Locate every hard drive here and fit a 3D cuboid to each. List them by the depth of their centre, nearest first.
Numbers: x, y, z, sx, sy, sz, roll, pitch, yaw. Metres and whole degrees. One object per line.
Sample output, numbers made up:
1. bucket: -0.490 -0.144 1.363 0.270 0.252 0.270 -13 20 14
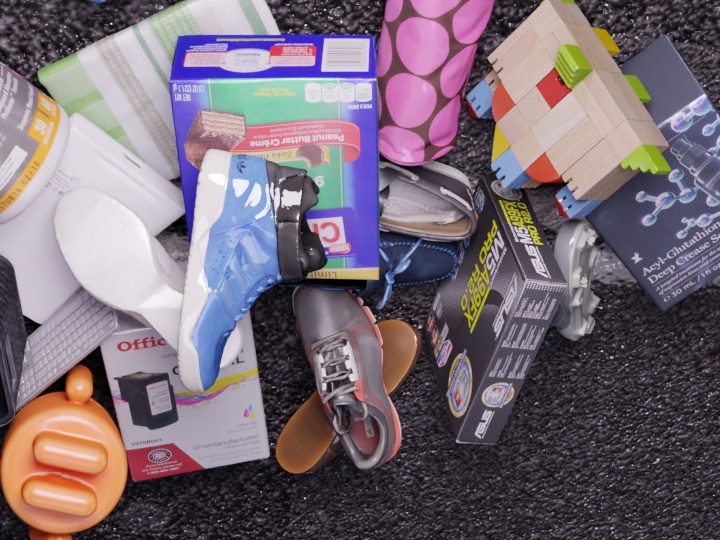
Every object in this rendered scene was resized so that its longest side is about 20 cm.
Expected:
1. hard drive: -0.267 -0.040 1.168 0.199 0.027 0.132 -35 128 25

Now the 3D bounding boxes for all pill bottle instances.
1. pill bottle: -0.336 -0.132 1.035 0.116 0.117 0.199 -39 127 19

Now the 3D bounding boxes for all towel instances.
1. towel: -0.152 -0.155 1.124 0.198 0.031 0.150 -22 128 8

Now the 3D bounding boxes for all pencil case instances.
1. pencil case: 0.064 -0.190 1.110 0.093 0.091 0.202 -26 144 -40

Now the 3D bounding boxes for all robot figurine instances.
1. robot figurine: -0.278 0.177 1.231 0.115 0.200 0.145 -25 98 -11

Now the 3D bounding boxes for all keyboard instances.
1. keyboard: -0.284 0.071 1.222 0.011 0.057 0.199 4 149 -47

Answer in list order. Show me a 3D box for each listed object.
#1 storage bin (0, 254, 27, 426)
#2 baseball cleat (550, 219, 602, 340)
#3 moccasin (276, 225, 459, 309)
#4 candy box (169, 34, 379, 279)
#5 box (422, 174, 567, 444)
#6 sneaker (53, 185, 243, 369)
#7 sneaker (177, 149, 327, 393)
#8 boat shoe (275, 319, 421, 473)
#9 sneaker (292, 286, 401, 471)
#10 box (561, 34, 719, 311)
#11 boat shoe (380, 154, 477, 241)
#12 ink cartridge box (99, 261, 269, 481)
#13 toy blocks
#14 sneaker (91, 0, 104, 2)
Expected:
1. storage bin: -0.405 0.062 1.171 0.197 0.095 0.136 -1 135 -5
2. baseball cleat: 0.177 0.007 1.265 0.105 0.070 0.201 20 155 20
3. moccasin: 0.000 0.000 1.255 0.197 0.069 0.081 -3 129 -12
4. candy box: -0.067 -0.091 1.109 0.166 0.078 0.202 0 130 2
5. box: 0.121 0.037 1.255 0.044 0.161 0.202 6 128 -17
6. sneaker: -0.186 0.008 1.149 0.075 0.088 0.200 -44 98 0
7. sneaker: -0.084 0.009 1.067 0.110 0.077 0.203 9 102 -2
8. boat shoe: -0.009 0.127 1.364 0.200 0.071 0.070 -45 162 14
9. sneaker: -0.012 0.100 1.278 0.076 0.082 0.202 -22 95 12
10. box: 0.282 -0.087 1.229 0.148 0.108 0.200 -35 127 16
11. boat shoe: 0.017 -0.071 1.207 0.198 0.061 0.074 15 126 -24
12. ink cartridge box: -0.171 0.097 1.283 0.144 0.083 0.202 -9 130 -6
13. toy blocks: 0.163 -0.125 1.126 0.099 0.202 0.137 -5 149 -50
14. sneaker: -0.140 -0.265 1.016 0.197 0.077 0.077 -15 153 -1
